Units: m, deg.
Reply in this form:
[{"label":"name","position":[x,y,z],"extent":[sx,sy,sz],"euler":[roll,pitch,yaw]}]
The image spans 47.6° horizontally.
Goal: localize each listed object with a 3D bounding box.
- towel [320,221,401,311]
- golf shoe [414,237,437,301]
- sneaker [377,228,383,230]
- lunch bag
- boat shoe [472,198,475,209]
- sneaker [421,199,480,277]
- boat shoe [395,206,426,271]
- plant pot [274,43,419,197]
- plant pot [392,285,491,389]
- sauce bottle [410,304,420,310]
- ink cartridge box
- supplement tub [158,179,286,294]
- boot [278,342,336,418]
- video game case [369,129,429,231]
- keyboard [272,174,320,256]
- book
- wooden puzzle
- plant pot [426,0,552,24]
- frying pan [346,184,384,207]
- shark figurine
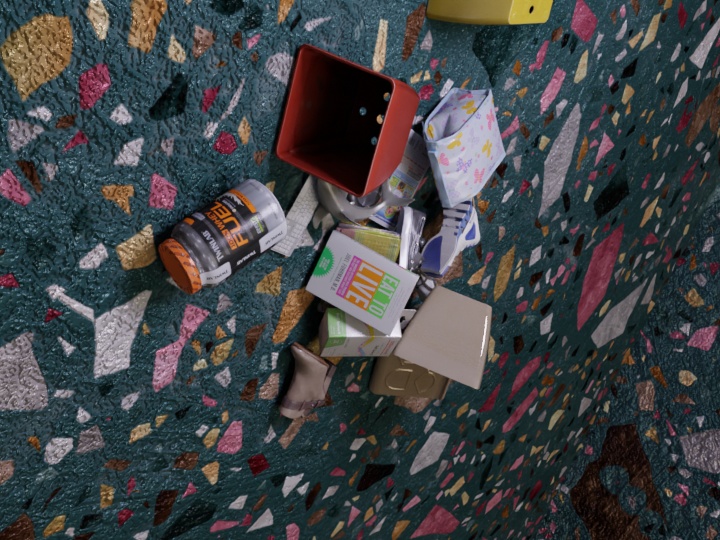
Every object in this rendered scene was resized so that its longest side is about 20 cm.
[{"label":"towel","position":[0.000,0.000,1.710],"extent":[0.140,0.023,0.204],"euler":[9,112,-11]},{"label":"golf shoe","position":[0.118,0.006,1.884],"extent":[0.094,0.078,0.203],"euler":[-32,130,-18]},{"label":"sneaker","position":[0.034,0.006,1.782],"extent":[0.074,0.076,0.205],"euler":[-19,111,-33]},{"label":"lunch bag","position":[0.203,-0.258,1.709],"extent":[0.201,0.125,0.171],"euler":[-54,137,-32]},{"label":"boat shoe","position":[0.231,-0.179,1.878],"extent":[0.074,0.066,0.201],"euler":[-45,142,-17]},{"label":"sneaker","position":[0.217,-0.067,1.831],"extent":[0.115,0.080,0.203],"euler":[37,75,-50]},{"label":"boat shoe","position":[0.106,-0.032,1.734],"extent":[0.065,0.070,0.205],"euler":[9,78,-12]},{"label":"plant pot","position":[-0.006,-0.266,1.441],"extent":[0.175,0.198,0.204],"euler":[-18,130,-58]},{"label":"plant pot","position":[0.202,0.144,1.832],"extent":[0.200,0.196,0.180],"euler":[38,72,-78]},{"label":"sauce bottle","position":[0.146,0.182,2.043],"extent":[0.064,0.064,0.204],"euler":[-27,132,-35]},{"label":"ink cartridge box","position":[0.016,0.133,1.735],"extent":[0.195,0.069,0.118],"euler":[1,154,-13]},{"label":"supplement tub","position":[-0.230,-0.055,1.368],"extent":[0.199,0.122,0.124],"euler":[-38,140,-27]},{"label":"boot","position":[-0.128,0.246,1.760],"extent":[0.147,0.070,0.200],"euler":[-54,144,-2]},{"label":"video game case","position":[0.078,-0.193,1.727],"extent":[0.142,0.018,0.203],"euler":[23,97,-55]},{"label":"keyboard","position":[-0.106,-0.121,1.549],"extent":[0.056,0.011,0.202],"euler":[19,104,-50]},{"label":"book","position":[0.004,0.024,1.653],"extent":[0.136,0.197,0.048],"euler":[-63,176,10]},{"label":"wooden puzzle","position":[0.133,0.228,2.008],"extent":[0.195,0.047,0.188],"euler":[9,120,-14]},{"label":"plant pot","position":[0.268,-0.560,1.549],"extent":[0.198,0.175,0.204],"euler":[-18,129,-42]},{"label":"frying pan","position":[-0.006,-0.184,1.610],"extent":[0.116,0.031,0.189],"euler":[-56,141,-2]},{"label":"shark figurine","position":[-0.004,-0.115,1.572],"extent":[0.211,0.089,0.130],"euler":[6,115,-40]}]
